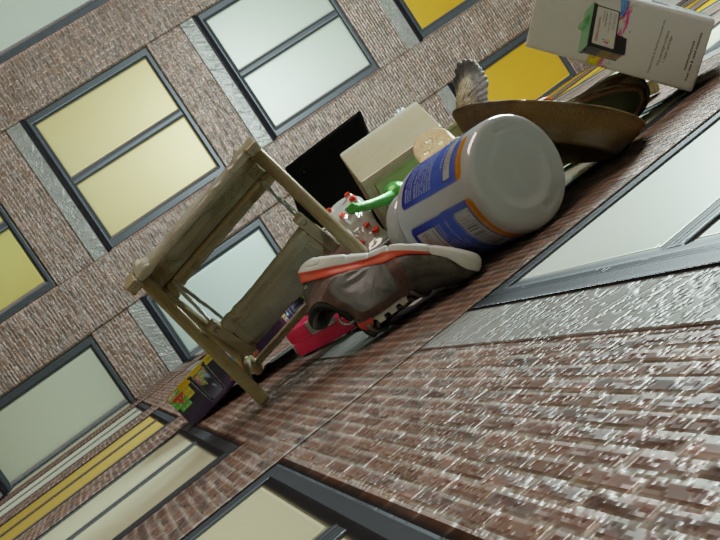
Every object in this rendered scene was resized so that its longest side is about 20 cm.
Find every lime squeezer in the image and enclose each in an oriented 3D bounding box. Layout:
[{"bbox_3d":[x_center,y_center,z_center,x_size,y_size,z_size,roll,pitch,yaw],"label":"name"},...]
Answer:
[{"bbox_3d":[0.038,-0.061,1.088,0.071,0.037,0.200,-61,-19,-6],"label":"lime squeezer"}]

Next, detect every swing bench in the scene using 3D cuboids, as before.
[{"bbox_3d":[-0.117,-0.006,1.037,0.199,0.200,0.130,-47,13,1],"label":"swing bench"}]

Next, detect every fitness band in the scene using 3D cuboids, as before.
[{"bbox_3d":[-0.013,0.045,1.171,0.143,0.038,0.199,-35,4,-38],"label":"fitness band"}]

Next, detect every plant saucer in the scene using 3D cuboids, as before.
[{"bbox_3d":[0.191,-0.139,0.988,0.196,0.036,0.200,5,-1,0],"label":"plant saucer"}]

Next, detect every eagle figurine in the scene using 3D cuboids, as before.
[{"bbox_3d":[0.159,-0.213,1.519,0.151,0.202,0.150,-37,5,-35],"label":"eagle figurine"}]

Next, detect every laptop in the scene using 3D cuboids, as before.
[{"bbox_3d":[-0.004,-0.121,1.606,0.186,0.199,0.117,-32,33,31],"label":"laptop"}]

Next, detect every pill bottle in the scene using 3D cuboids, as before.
[{"bbox_3d":[0.104,-0.069,0.953,0.112,0.113,0.199,-36,5,-27],"label":"pill bottle"}]

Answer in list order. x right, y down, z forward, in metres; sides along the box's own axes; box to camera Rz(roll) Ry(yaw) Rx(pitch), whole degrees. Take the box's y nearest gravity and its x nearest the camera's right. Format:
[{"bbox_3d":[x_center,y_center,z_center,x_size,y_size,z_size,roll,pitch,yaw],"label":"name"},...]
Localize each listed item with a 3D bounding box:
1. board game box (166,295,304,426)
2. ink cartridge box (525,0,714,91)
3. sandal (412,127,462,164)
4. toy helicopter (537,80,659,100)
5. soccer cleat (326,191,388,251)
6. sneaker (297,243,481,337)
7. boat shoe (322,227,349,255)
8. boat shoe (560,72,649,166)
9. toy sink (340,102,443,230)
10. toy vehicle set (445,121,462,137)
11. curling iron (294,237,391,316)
[{"bbox_3d":[-0.156,0.101,1.297,0.200,0.057,0.165,-46,2,18],"label":"board game box"},{"bbox_3d":[0.305,-0.285,1.131,0.145,0.197,0.085,-44,-30,-66],"label":"ink cartridge box"},{"bbox_3d":[0.108,-0.122,1.073,0.077,0.070,0.212,-39,39,-1],"label":"sandal"},{"bbox_3d":[0.305,-0.216,1.295,0.197,0.080,0.132,-20,3,22],"label":"toy helicopter"},{"bbox_3d":[0.004,-0.046,1.330,0.069,0.078,0.200,-39,29,0],"label":"soccer cleat"},{"bbox_3d":[0.029,0.022,0.923,0.197,0.084,0.077,-9,-10,34],"label":"sneaker"},{"bbox_3d":[-0.048,-0.022,1.256,0.074,0.093,0.201,-27,-24,-13],"label":"boat shoe"},{"bbox_3d":[0.257,-0.172,1.156,0.199,0.076,0.074,-35,7,19],"label":"boat shoe"},{"bbox_3d":[0.083,-0.099,1.303,0.129,0.201,0.112,-33,34,0],"label":"toy sink"},{"bbox_3d":[0.130,-0.136,1.417,0.199,0.125,0.027,-34,4,9],"label":"toy vehicle set"},{"bbox_3d":[0.000,0.000,1.206,0.199,0.026,0.050,-38,-19,-5],"label":"curling iron"}]
